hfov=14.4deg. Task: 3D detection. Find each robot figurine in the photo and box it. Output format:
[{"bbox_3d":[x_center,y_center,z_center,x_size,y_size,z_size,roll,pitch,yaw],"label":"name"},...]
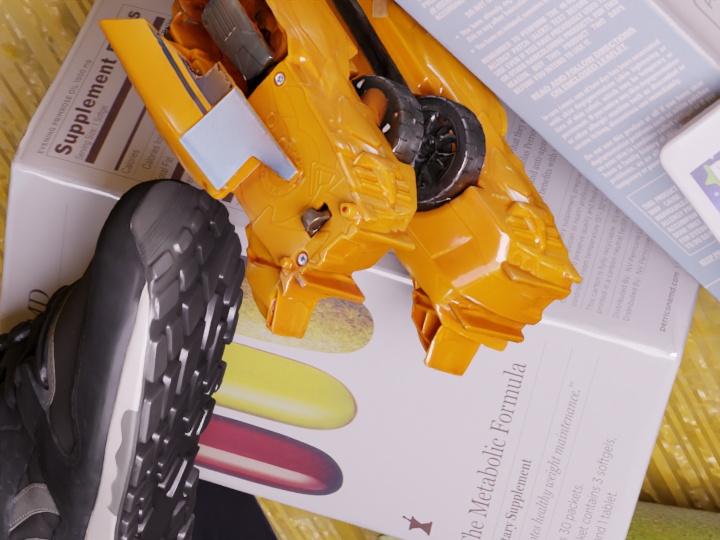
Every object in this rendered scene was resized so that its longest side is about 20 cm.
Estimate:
[{"bbox_3d":[-0.026,-0.067,0.771,0.058,0.200,0.145,-45,146,21],"label":"robot figurine"}]

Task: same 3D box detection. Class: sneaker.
[{"bbox_3d":[-0.093,0.047,0.814,0.087,0.076,0.201,22,134,8],"label":"sneaker"}]

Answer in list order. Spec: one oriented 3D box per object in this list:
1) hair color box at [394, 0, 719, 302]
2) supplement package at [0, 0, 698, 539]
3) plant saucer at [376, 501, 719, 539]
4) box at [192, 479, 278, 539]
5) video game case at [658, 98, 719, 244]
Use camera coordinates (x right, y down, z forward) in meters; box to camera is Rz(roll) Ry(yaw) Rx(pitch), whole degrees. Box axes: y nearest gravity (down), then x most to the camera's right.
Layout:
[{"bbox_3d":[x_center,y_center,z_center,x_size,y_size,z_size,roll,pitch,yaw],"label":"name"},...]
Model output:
[{"bbox_3d":[0.071,-0.088,0.788,0.200,0.099,0.061,42,131,-19],"label":"hair color box"},{"bbox_3d":[0.000,0.000,0.874,0.199,0.110,0.114,15,134,5],"label":"supplement package"},{"bbox_3d":[0.118,0.140,0.991,0.199,0.048,0.200,8,145,16],"label":"plant saucer"},{"bbox_3d":[-0.149,0.159,1.018,0.197,0.201,0.124,-8,128,24],"label":"box"},{"bbox_3d":[0.192,0.007,0.730,0.143,0.018,0.200,-37,93,16],"label":"video game case"}]
